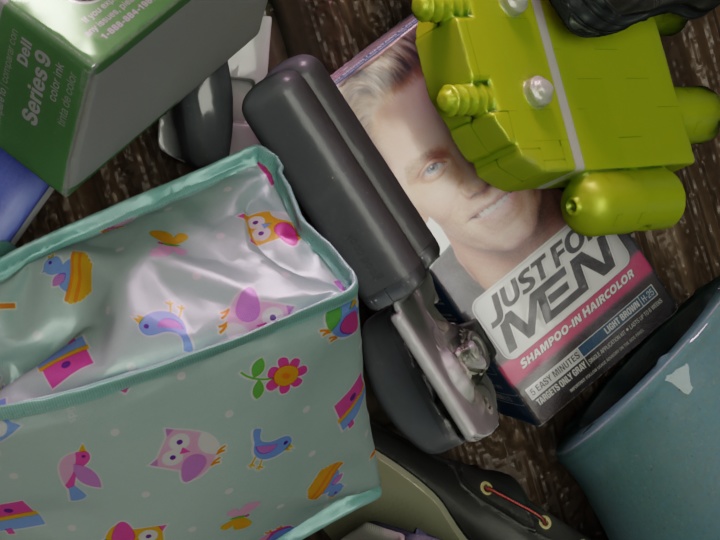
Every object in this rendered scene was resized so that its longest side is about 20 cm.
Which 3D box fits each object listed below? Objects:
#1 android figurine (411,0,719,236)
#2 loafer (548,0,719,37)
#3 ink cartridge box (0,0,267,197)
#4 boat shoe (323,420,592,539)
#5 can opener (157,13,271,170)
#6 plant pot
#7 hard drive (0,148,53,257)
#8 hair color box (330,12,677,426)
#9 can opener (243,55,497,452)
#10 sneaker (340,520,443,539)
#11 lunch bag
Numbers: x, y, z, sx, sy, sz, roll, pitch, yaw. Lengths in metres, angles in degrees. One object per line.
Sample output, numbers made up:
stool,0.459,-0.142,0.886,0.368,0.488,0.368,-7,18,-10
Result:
android figurine,0.101,-0.104,0.827,0.199,0.041,0.183,-3,76,-43
loafer,0.168,-0.165,0.836,0.200,0.072,0.073,-33,96,-47
ink cartridge box,-0.151,-0.151,0.724,0.200,0.088,0.145,36,52,10
boat shoe,0.051,0.134,0.867,0.201,0.074,0.063,35,45,-3
can opener,-0.063,-0.148,0.816,0.053,0.067,0.202,4,92,-16
plant pot,0.207,0.110,0.845,0.188,0.200,0.200,44,81,1
hard drive,-0.226,-0.018,0.730,0.132,0.025,0.201,33,77,0
hair color box,0.062,-0.031,0.860,0.100,0.060,0.200,-39,101,-11
can opener,0.000,0.000,0.796,0.067,0.053,0.201,-28,102,25
sneaker,0.025,0.211,0.836,0.145,0.077,0.203,19,122,-2
lunch bag,-0.102,0.063,0.745,0.199,0.122,0.171,-24,141,-13
